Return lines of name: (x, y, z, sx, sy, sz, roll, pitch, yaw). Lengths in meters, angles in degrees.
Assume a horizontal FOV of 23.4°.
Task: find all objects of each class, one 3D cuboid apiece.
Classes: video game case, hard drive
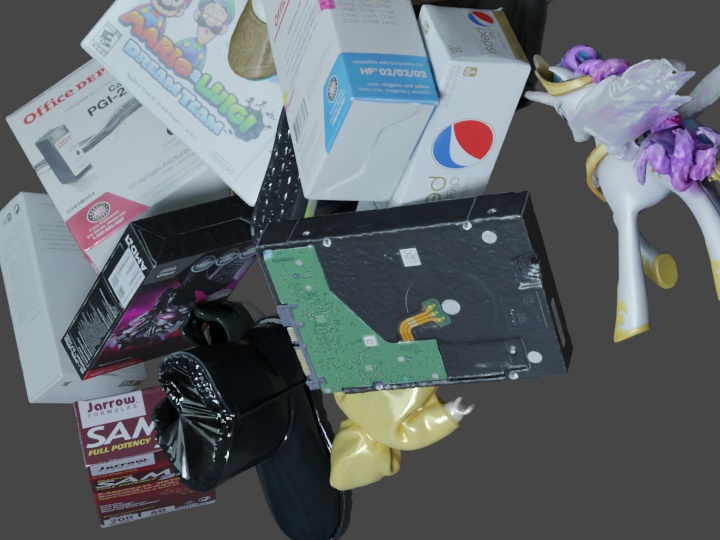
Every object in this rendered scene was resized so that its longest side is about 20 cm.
video game case: (-0.100, -0.185, 1.420, 0.200, 0.024, 0.182, 43, 104, 2)
hard drive: (0.039, 0.019, 1.235, 0.200, 0.038, 0.140, -8, 122, 21)

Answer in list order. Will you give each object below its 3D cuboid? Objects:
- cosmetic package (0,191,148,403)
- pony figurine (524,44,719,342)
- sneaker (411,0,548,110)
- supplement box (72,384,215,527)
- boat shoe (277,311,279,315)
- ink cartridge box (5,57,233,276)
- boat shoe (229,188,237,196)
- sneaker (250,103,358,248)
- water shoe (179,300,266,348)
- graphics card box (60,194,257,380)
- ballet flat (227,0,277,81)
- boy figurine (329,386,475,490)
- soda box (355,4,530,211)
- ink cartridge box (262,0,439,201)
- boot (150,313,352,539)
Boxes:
cosmetic package: (-0.284, 0.027, 1.691, 0.074, 0.101, 0.200, -37, 59, 43)
pony figurine: (0.194, -0.074, 1.107, 0.193, 0.166, 0.200, -28, 82, 54)
sneaker: (0.054, -0.155, 1.310, 0.200, 0.071, 0.099, -5, 80, 41)
supplement box: (-0.181, 0.157, 1.483, 0.200, 0.109, 0.061, 99, 157, -67)
boat shoe: (0.000, 0.000, 1.382, 0.200, 0.060, 0.074, -45, 55, 39)
ink cartridge box: (-0.214, -0.098, 1.579, 0.146, 0.085, 0.200, -34, 51, -2)
boat shoe: (-0.080, -0.142, 1.478, 0.076, 0.072, 0.200, 36, 114, 45)
sneaker: (-0.025, -0.087, 1.398, 0.072, 0.083, 0.200, 53, 131, 36)
water shoe: (-0.097, 0.114, 1.476, 0.072, 0.079, 0.200, -52, 51, 34)
graphics card box: (-0.171, 0.016, 1.508, 0.051, 0.125, 0.200, 59, 140, 19)
ballet flat: (-0.030, -0.231, 1.344, 0.068, 0.200, 0.072, 42, 162, 21)
boy figurine: (0.032, 0.089, 1.336, 0.124, 0.064, 0.200, 30, 115, 24)
soda box: (0.055, -0.087, 1.232, 0.068, 0.064, 0.200, -110, 29, -44)
ink cartridge box: (-0.012, -0.162, 1.226, 0.115, 0.068, 0.200, 119, 145, -51)
boot: (-0.086, 0.142, 1.342, 0.076, 0.168, 0.201, -5, 101, 30)
